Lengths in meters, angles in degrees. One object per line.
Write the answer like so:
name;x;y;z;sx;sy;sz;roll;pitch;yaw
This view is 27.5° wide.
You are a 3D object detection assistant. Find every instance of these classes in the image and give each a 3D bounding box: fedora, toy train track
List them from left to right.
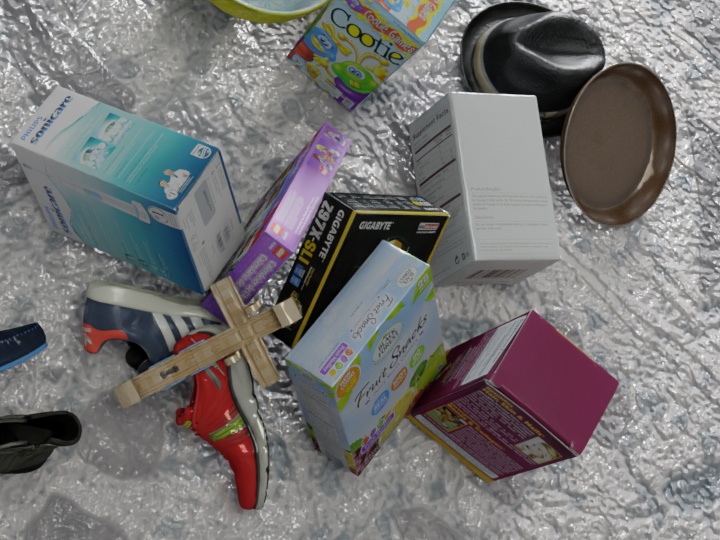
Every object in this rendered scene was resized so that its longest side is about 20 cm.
toy train track;-0.151;0.082;1.445;0.200;0.033;0.115;-27;93;3
fedora;0.225;-0.260;1.796;0.200;0.092;0.201;8;71;-22

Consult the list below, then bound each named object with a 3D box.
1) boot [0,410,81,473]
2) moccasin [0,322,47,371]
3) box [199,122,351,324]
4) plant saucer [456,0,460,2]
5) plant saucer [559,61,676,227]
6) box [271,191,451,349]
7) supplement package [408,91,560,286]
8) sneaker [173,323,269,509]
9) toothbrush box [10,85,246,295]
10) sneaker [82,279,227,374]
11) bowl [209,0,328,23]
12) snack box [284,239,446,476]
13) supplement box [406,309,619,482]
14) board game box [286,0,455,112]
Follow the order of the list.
boot;-0.370;0.162;1.376;0.199;0.131;0.068;-8;77;-26
moccasin;-0.400;0.081;1.414;0.200;0.080;0.068;-20;95;-29
box;-0.086;-0.050;1.531;0.039;0.137;0.200;36;41;-10
plant saucer;0.070;-0.412;1.806;0.199;0.036;0.201;8;71;-23
plant saucer;0.310;-0.155;1.800;0.200;0.032;0.201;-10;106;-37
box;0.000;0.000;1.541;0.049;0.160;0.200;34;17;26
supplement package;0.140;-0.092;1.693;0.117;0.117;0.201;0;75;-24
sneaker;-0.145;0.153;1.507;0.085;0.077;0.201;-15;101;-10
toothbrush box;-0.228;-0.079;1.460;0.199;0.147;0.085;21;61;21
sneaker;-0.196;0.069;1.526;0.199;0.075;0.085;13;91;-27
bowl;-0.122;-0.358;1.661;0.199;0.108;0.201;8;71;-22
snack box;0.010;0.094;1.525;0.068;0.200;0.169;28;66;26
supplement box;0.159;0.139;1.585;0.131;0.200;0.103;40;63;-9
board game box;0.015;-0.279;1.647;0.103;0.200;0.105;39;62;-9
